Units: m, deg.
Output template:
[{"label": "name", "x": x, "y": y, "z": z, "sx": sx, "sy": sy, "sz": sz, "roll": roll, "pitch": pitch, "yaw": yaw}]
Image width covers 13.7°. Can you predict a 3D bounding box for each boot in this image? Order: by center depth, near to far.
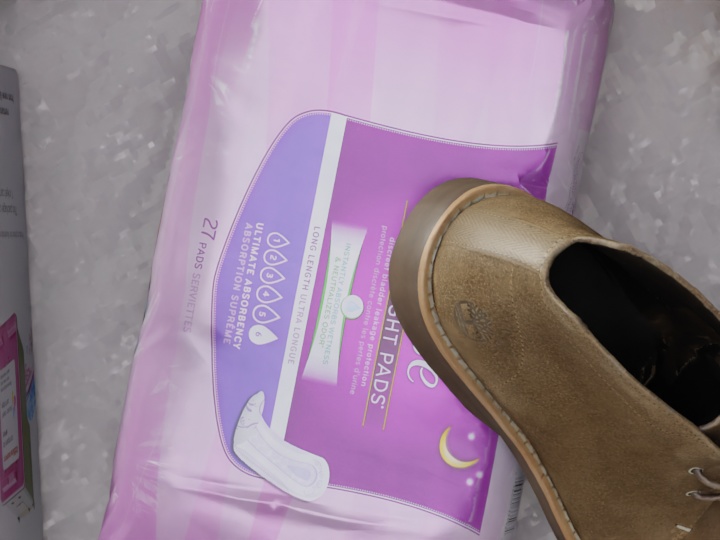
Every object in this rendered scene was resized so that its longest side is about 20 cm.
[{"label": "boot", "x": 0.092, "y": 0.053, "z": 0.845, "sx": 0.200, "sy": 0.075, "sz": 0.074, "roll": 44, "pitch": 71, "yaw": -31}]

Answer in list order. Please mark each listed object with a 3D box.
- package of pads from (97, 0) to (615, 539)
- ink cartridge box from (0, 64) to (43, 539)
[{"label": "package of pads", "x": 0.000, "y": 0.000, "z": 0.890, "sx": 0.120, "sy": 0.076, "sz": 0.201, "roll": 11, "pitch": 92, "yaw": 5}, {"label": "ink cartridge box", "x": -0.175, "y": 0.040, "z": 0.902, "sx": 0.144, "sy": 0.085, "sz": 0.201, "roll": -3, "pitch": 89, "yaw": 5}]
